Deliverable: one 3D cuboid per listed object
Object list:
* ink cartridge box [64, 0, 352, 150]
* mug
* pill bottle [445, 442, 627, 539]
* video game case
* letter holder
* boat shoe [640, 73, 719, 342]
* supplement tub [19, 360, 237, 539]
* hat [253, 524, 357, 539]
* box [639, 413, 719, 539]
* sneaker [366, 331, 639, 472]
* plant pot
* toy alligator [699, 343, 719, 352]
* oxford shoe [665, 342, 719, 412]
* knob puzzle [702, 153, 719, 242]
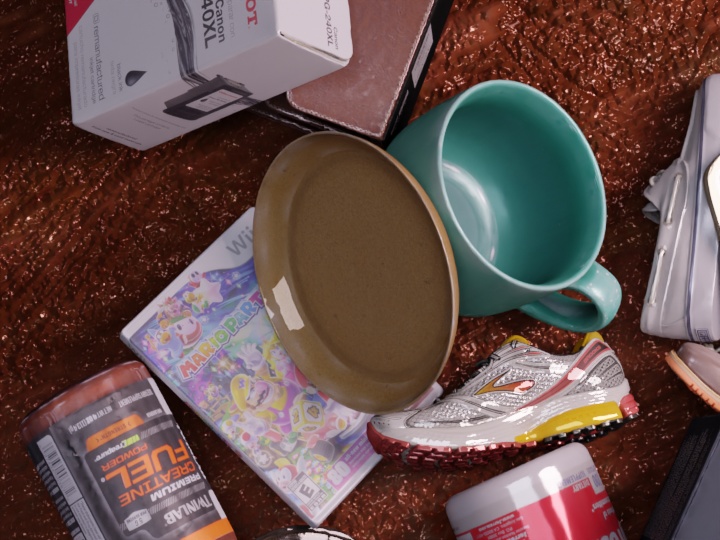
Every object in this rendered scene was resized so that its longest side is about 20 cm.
[{"bbox_3d":[-0.112,-0.190,1.389,0.199,0.083,0.147,-19,68,33],"label":"ink cartridge box"},{"bbox_3d":[0.088,-0.030,1.387,0.151,0.114,0.187,-13,83,-38],"label":"mug"},{"bbox_3d":[0.146,0.233,1.371,0.111,0.112,0.202,-24,84,0],"label":"pill bottle"},{"bbox_3d":[-0.057,0.069,1.424,0.200,0.018,0.143,43,69,6],"label":"video game case"},{"bbox_3d":[-0.009,-0.203,1.434,0.141,0.101,0.202,21,85,7],"label":"letter holder"},{"bbox_3d":[0.239,-0.047,1.422,0.065,0.072,0.202,2,80,22],"label":"boat shoe"},{"bbox_3d":[-0.156,0.173,1.396,0.106,0.107,0.201,-29,84,-1],"label":"supplement tub"},{"bbox_3d":[-0.013,0.267,1.341,0.199,0.081,0.203,12,65,-26],"label":"hat"},{"bbox_3d":[0.283,0.176,1.326,0.147,0.200,0.108,25,87,6],"label":"box"},{"bbox_3d":[0.097,0.095,1.407,0.198,0.078,0.083,-11,75,-15],"label":"sneaker"},{"bbox_3d":[0.000,0.000,1.356,0.027,0.200,0.202,-18,81,-41],"label":"plant pot"},{"bbox_3d":[0.313,0.011,1.416,0.199,0.054,0.059,-38,83,-2],"label":"toy alligator"},{"bbox_3d":[0.315,0.089,1.394,0.199,0.071,0.073,25,102,-5],"label":"oxford shoe"},{"bbox_3d":[0.339,-0.040,1.376,0.217,0.030,0.222,1,82,-10],"label":"knob puzzle"}]
